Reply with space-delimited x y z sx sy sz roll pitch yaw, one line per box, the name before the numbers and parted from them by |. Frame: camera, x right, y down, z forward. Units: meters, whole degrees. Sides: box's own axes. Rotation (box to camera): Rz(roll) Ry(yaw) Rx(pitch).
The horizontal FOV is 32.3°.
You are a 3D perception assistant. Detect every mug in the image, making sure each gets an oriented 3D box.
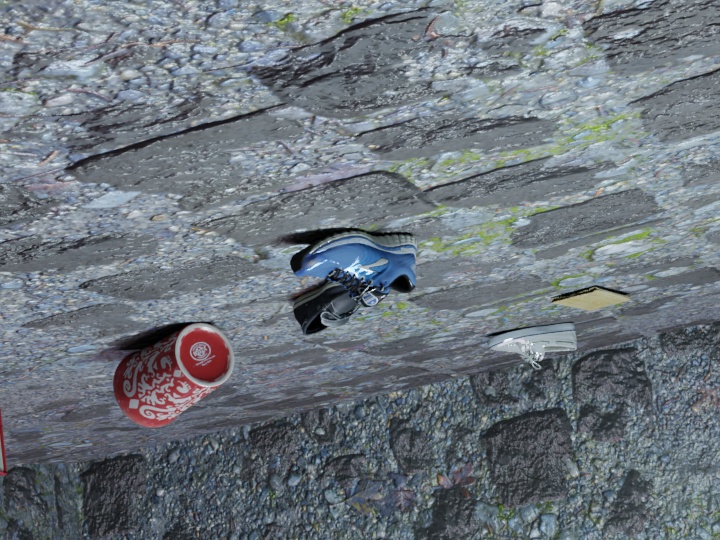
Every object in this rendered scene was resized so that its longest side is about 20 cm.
mug | -0.295 0.149 2.042 0.133 0.178 0.200 36 143 -19

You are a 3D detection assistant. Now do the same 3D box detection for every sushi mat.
sushi mat | 0.444 0.055 2.386 0.096 0.012 0.200 -15 166 29

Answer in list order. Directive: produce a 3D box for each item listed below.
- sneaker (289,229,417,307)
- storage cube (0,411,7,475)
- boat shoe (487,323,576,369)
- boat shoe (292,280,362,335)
sneaker | 0.000 0.000 1.601 0.200 0.089 0.079 0 163 -38
storage cube | -0.680 0.255 2.009 0.180 0.171 0.200 -7 168 -10
boat shoe | 0.373 0.169 2.669 0.202 0.086 0.075 -6 167 -19
boat shoe | -0.033 0.050 1.868 0.075 0.062 0.200 1 162 -36
